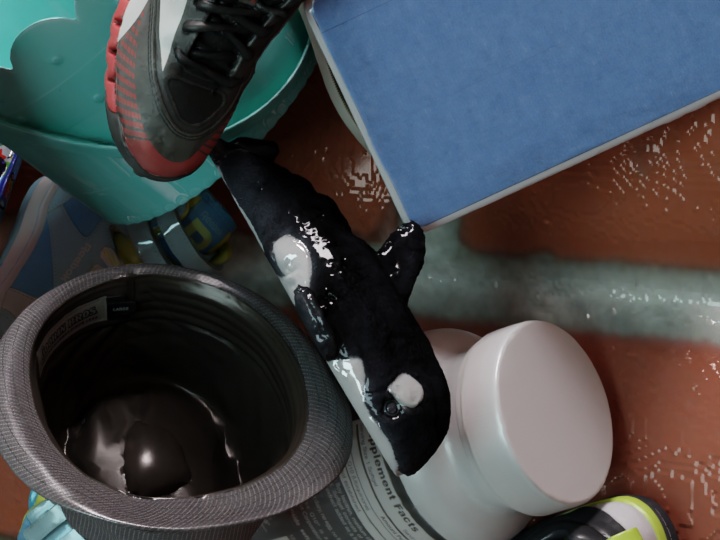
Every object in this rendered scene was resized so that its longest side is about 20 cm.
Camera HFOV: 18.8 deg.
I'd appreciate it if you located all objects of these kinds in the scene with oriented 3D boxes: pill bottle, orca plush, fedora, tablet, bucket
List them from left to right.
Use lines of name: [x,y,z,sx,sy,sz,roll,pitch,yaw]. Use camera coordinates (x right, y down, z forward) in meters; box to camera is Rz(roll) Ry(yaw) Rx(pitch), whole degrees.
bucket: [-0.123,-0.134,1.154,0.207,0.135,0.208,-32,32,23]
fedora: [-0.098,0.087,1.075,0.200,0.176,0.091,54,147,42]
orca plush: [0.000,0.000,1.051,0.071,0.105,0.200,-31,51,0]
pill bottle: [0.024,0.095,1.127,0.200,0.116,0.117,-20,82,39]
tablet: [0.087,-0.113,1.029,0.199,0.014,0.131,-24,102,7]

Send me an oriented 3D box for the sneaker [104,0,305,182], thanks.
sneaker: [-0.062,-0.135,1.017,0.098,0.071,0.201,25,96,61]

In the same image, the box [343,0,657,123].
box: [0.079,-0.179,1.042,0.155,0.041,0.201,6,102,-1]

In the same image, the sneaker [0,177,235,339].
sneaker: [-0.138,0.011,1.212,0.130,0.080,0.201,-14,46,24]

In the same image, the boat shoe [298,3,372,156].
boat shoe: [0.013,-0.130,1.105,0.059,0.072,0.201,-13,109,50]

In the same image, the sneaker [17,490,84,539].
sneaker: [-0.130,0.168,1.264,0.200,0.079,0.131,-16,102,43]

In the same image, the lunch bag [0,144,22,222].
lunch bag: [-0.252,-0.026,1.305,0.094,0.200,0.151,32,143,-5]

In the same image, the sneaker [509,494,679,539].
sneaker: [0.074,0.168,1.115,0.200,0.083,0.072,-39,71,36]
